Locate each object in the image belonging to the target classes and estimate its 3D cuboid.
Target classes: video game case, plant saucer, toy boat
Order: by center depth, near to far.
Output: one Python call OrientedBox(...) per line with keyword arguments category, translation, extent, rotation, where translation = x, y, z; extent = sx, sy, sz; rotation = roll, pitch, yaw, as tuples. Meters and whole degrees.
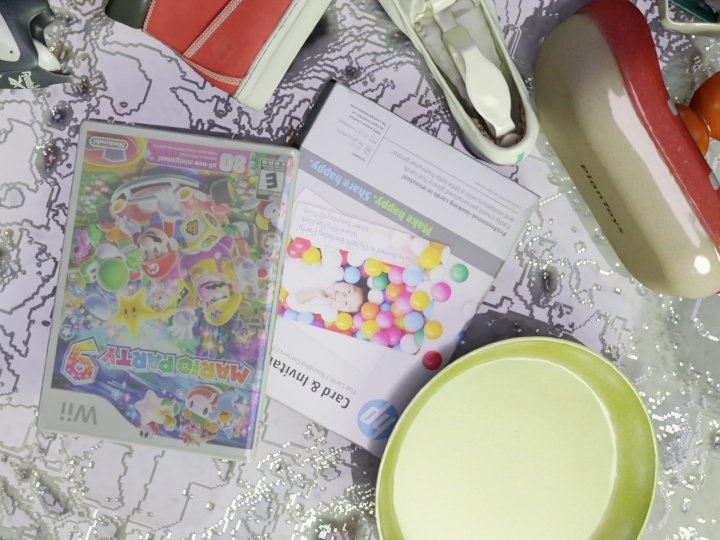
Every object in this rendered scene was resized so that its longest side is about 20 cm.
OrientedBox(category="video game case", translation=(-0.122, 0.012, 1.476), extent=(0.143, 0.018, 0.200), rotation=(8, 89, 9))
OrientedBox(category="toy boat", translation=(0.202, -0.088, 1.479), extent=(0.131, 0.131, 0.200), rotation=(-33, 99, -9))
OrientedBox(category="plant saucer", translation=(0.098, 0.136, 1.520), extent=(0.200, 0.031, 0.200), rotation=(-5, 104, -19))

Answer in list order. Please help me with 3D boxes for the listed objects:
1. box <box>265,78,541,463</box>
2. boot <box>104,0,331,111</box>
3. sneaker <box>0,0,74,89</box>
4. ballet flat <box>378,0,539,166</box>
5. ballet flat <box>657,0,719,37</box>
OrientedBox(category="box", translation=(0.000, 0.000, 1.507), extent=(0.156, 0.041, 0.200), rotation=(30, 93, -9))
OrientedBox(category="boot", translation=(-0.071, -0.217, 1.448), extent=(0.144, 0.072, 0.200), rotation=(33, 107, -6))
OrientedBox(category="sneaker", translation=(-0.249, -0.120, 1.444), extent=(0.129, 0.079, 0.199), rotation=(25, 83, 0))
OrientedBox(category="ballet flat", translation=(0.060, -0.157, 1.484), extent=(0.069, 0.069, 0.200), rotation=(-29, 98, -3))
OrientedBox(category="ballet flat", translation=(0.191, -0.196, 1.488), extent=(0.200, 0.067, 0.070), rotation=(22, 64, -10))
